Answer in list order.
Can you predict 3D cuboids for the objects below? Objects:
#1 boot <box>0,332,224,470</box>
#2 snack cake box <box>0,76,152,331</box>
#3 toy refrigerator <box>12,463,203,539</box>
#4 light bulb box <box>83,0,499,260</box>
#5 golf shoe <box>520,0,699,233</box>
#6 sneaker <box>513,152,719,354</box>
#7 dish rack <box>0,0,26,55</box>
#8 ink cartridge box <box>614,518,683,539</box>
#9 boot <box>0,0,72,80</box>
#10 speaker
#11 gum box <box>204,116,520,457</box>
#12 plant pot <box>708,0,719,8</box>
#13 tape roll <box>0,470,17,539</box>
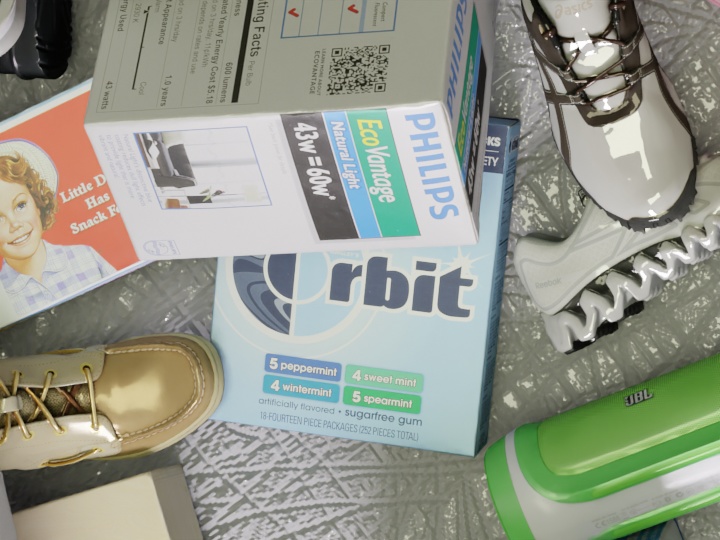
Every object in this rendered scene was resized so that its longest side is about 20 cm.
[{"bbox_3d":[-0.196,0.079,1.581,0.200,0.155,0.073,-11,82,24],"label":"boot"},{"bbox_3d":[-0.204,-0.033,1.627,0.200,0.067,0.115,-24,91,14],"label":"snack cake box"},{"bbox_3d":[-0.199,0.184,1.657,0.200,0.070,0.076,-18,87,13],"label":"toy refrigerator"},{"bbox_3d":[-0.032,-0.121,1.501,0.200,0.125,0.198,-2,53,13],"label":"light bulb box"},{"bbox_3d":[0.129,-0.117,1.506,0.078,0.094,0.200,-24,75,11],"label":"golf shoe"},{"bbox_3d":[0.176,-0.035,1.549,0.200,0.075,0.081,-36,81,14],"label":"sneaker"},{"bbox_3d":[-0.271,-0.159,1.533,0.200,0.044,0.172,-19,52,20],"label":"dish rack"},{"bbox_3d":[0.110,0.255,1.562,0.200,0.145,0.147,-21,93,14],"label":"ink cartridge box"},{"bbox_3d":[-0.256,-0.203,1.616,0.162,0.073,0.199,4,97,17],"label":"boot"},{"bbox_3d":[0.176,0.103,1.557,0.200,0.088,0.089,-22,93,14],"label":"speaker"},{"bbox_3d":[0.000,0.000,1.600,0.170,0.045,0.200,8,99,11],"label":"gum box"},{"bbox_3d":[0.253,-0.230,1.446,0.200,0.179,0.200,2,99,12],"label":"plant pot"},{"bbox_3d":[-0.289,0.206,1.541,0.202,0.203,0.139,-14,87,13],"label":"tape roll"}]
